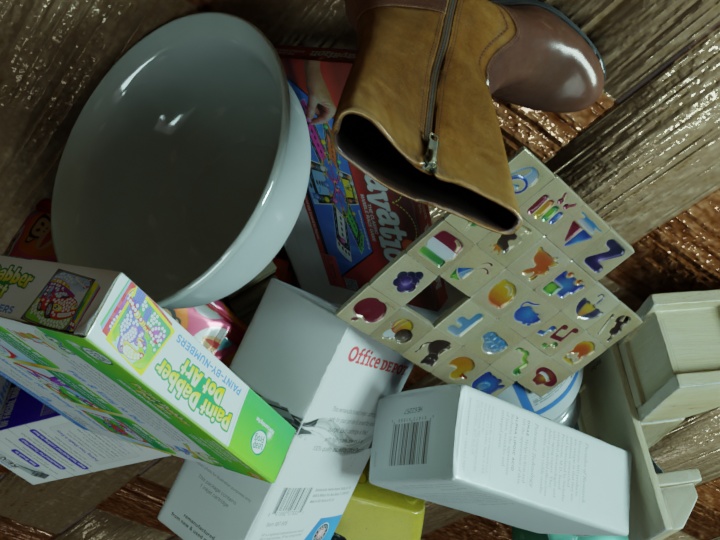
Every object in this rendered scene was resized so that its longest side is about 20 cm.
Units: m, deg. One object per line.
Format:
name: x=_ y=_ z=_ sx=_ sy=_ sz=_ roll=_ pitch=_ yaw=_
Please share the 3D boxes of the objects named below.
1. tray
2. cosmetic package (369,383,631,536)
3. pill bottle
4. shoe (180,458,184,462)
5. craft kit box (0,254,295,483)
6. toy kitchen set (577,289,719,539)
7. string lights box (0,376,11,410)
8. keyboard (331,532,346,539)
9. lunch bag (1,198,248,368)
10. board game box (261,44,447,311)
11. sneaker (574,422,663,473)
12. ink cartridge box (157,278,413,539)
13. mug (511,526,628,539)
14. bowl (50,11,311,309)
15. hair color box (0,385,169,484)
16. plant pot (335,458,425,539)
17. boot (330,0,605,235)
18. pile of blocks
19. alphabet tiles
tray: x=0.000 y=0.000 z=0.744 sx=0.106 sy=0.022 sz=0.201 roll=-4 pitch=138 yaw=12
cosmetic package: x=0.114 y=0.155 z=0.695 sx=0.198 sy=0.075 sz=0.101 roll=24 pitch=155 yaw=-33
pill bottle: x=0.123 y=0.063 z=0.734 sx=0.111 sy=0.113 sz=0.201 roll=-11 pitch=136 yaw=19
shoe: x=-0.137 y=0.181 z=0.862 sx=0.071 sy=0.200 sz=0.091 roll=-42 pitch=138 yaw=-9
craft kit box: x=-0.169 y=0.062 z=0.566 sx=0.195 sy=0.049 sz=0.200 roll=10 pitch=152 yaw=34
toy kitchen set: x=0.306 y=0.134 z=0.749 sx=0.178 sy=0.165 sz=0.201 roll=-3 pitch=152 yaw=-10
string lights box: x=-0.402 y=0.089 z=0.828 sx=0.058 sy=0.104 sz=0.201 roll=3 pitch=140 yaw=3
keyboard: x=-0.068 y=0.315 z=0.827 sx=0.126 sy=0.021 sz=0.201 roll=27 pitch=117 yaw=-12
lunch bag: x=-0.189 y=0.026 z=0.704 sx=0.199 sy=0.082 sz=0.176 roll=39 pitch=167 yaw=-23
board game box: x=-0.001 y=-0.061 z=0.619 sx=0.102 sy=0.019 sz=0.202 roll=12 pitch=135 yaw=33
sneaker: x=0.199 y=0.205 z=0.894 sx=0.198 sy=0.060 sz=0.105 roll=-24 pitch=91 yaw=26
ink cartridge box: x=-0.049 y=0.123 z=0.689 sx=0.084 sy=0.202 sz=0.144 roll=26 pitch=180 yaw=27
mug: x=0.236 y=0.304 z=0.995 sx=0.183 sy=0.116 sz=0.152 roll=24 pitch=136 yaw=-20
bowl: x=-0.103 y=-0.057 z=0.578 sx=0.199 sy=0.204 sz=0.090 roll=-19 pitch=151 yaw=26
hair color box: x=-0.304 y=0.163 z=0.934 sx=0.198 sy=0.065 sz=0.110 roll=-16 pitch=135 yaw=21
plant pot: x=-0.033 y=0.226 z=0.890 sx=0.197 sy=0.201 sz=0.178 roll=17 pitch=127 yaw=-13
boot: x=0.074 y=-0.097 z=0.485 sx=0.187 sy=0.201 sz=0.069 roll=27 pitch=125 yaw=-22
pile of blocks: x=-0.095 y=-0.009 z=0.725 sx=0.062 sy=0.082 sz=0.201 roll=-30 pitch=148 yaw=-12
alphabet tiles: x=0.107 y=0.022 z=0.611 sx=0.167 sy=0.008 sz=0.199 roll=-41 pitch=128 yaw=21
